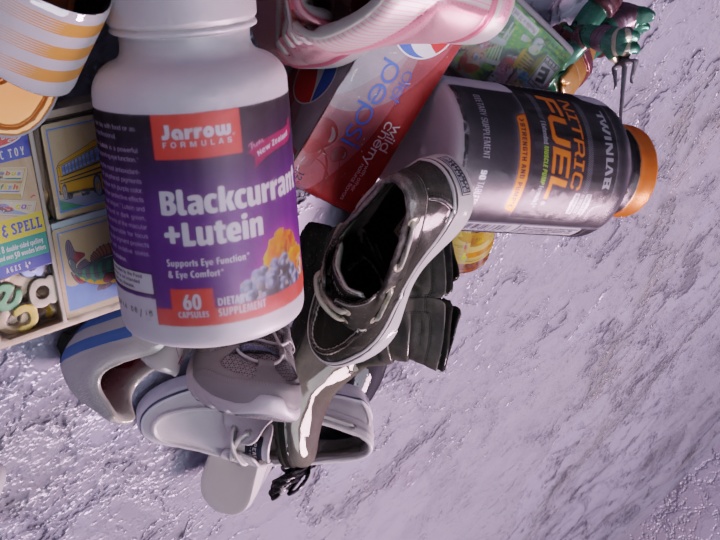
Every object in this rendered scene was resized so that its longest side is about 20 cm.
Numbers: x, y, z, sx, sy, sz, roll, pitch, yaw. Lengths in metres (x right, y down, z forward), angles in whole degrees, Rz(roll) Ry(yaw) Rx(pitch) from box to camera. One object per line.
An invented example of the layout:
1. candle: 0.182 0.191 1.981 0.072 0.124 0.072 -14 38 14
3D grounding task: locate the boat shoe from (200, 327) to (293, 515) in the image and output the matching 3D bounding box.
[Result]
1. boat shoe: -0.087 0.131 0.982 0.069 0.072 0.201 -48 156 -65

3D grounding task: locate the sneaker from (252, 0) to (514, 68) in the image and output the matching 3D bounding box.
1. sneaker: -0.020 -0.157 0.605 0.104 0.200 0.076 -4 98 -43

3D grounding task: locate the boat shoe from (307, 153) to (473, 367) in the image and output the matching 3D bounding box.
1. boat shoe: 0.000 0.000 0.722 0.064 0.071 0.200 -19 151 -41

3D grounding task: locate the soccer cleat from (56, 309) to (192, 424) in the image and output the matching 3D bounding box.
1. soccer cleat: -0.133 0.021 0.761 0.200 0.086 0.070 -53 149 11

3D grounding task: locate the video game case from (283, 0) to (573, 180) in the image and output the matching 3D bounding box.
1. video game case: 0.041 -0.140 0.777 0.200 0.022 0.182 31 100 -39

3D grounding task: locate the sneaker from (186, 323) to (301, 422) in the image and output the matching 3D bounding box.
1. sneaker: -0.085 0.040 0.773 0.074 0.200 0.082 10 109 -22

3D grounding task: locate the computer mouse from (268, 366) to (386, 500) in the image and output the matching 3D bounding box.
1. computer mouse: -0.017 0.124 1.028 0.201 0.053 0.139 -67 173 23

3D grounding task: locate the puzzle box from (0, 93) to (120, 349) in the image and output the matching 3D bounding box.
1. puzzle box: -0.150 -0.045 0.669 0.199 0.025 0.134 -21 116 -36

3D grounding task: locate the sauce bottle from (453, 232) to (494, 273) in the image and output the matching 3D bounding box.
1. sauce bottle: 0.095 -0.082 0.943 0.066 0.066 0.200 -31 148 -23

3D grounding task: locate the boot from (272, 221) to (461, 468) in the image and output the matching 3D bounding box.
1. boot: 0.007 0.063 0.828 0.068 0.130 0.201 -14 113 -84

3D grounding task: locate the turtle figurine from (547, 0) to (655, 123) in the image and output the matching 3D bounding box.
1. turtle figurine: 0.186 -0.170 0.902 0.200 0.100 0.150 -58 174 -22

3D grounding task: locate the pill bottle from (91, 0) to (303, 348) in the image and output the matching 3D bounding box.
1. pill bottle: -0.093 -0.067 0.619 0.111 0.111 0.201 -19 114 -38

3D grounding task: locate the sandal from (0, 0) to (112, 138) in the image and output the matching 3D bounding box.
1. sandal: -0.159 -0.152 0.536 0.079 0.059 0.207 -1 125 -42

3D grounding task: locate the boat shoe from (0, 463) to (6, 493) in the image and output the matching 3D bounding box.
1. boat shoe: -0.321 0.220 0.781 0.200 0.074 0.067 -53 147 12

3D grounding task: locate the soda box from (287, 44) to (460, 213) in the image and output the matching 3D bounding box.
1. soda box: 0.011 -0.142 0.705 0.070 0.063 0.200 23 106 -38

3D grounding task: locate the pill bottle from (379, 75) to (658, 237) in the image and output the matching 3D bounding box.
1. pill bottle: 0.120 -0.079 0.777 0.199 0.106 0.107 1 128 -31

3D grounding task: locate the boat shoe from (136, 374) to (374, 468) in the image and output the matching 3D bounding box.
1. boat shoe: -0.085 0.128 0.893 0.199 0.065 0.074 -2 122 -8
